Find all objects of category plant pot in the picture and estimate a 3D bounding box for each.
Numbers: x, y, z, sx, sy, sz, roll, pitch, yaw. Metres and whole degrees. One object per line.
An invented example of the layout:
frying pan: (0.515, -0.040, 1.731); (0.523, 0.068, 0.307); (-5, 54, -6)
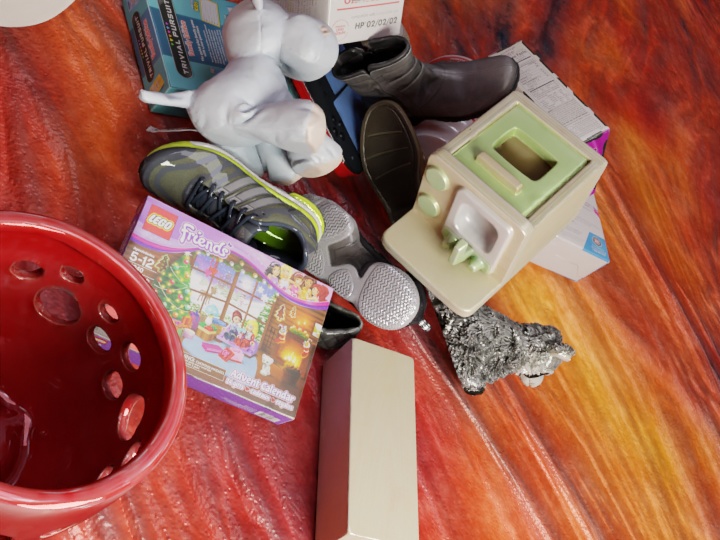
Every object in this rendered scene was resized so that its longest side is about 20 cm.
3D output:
plant pot: (-0.243, 0.088, 0.584); (0.200, 0.182, 0.201); (24, 48, -29)

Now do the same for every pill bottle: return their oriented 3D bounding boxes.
pill bottle: (0.110, -0.195, 1.186); (0.116, 0.116, 0.200); (39, 41, -16)

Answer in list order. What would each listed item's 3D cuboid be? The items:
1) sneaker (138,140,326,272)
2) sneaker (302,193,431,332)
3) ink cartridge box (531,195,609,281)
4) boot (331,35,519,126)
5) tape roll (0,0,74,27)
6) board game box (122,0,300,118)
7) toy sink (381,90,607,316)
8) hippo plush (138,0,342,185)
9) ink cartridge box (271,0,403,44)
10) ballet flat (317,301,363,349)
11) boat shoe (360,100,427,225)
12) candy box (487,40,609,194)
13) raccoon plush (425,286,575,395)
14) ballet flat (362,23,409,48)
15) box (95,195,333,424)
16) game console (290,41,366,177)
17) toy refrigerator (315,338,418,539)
sneaker: (-0.123, -0.062, 0.870); (0.199, 0.074, 0.081); (23, 27, -17)
sneaker: (0.000, 0.000, 0.973); (0.200, 0.076, 0.114); (45, 4, 27)
ink cartridge box: (0.290, -0.097, 1.313); (0.115, 0.068, 0.201); (22, 49, -31)
boot: (0.077, -0.229, 1.035); (0.132, 0.199, 0.070); (40, 41, -55)
tape roll: (-0.328, -0.348, 0.808); (0.202, 0.203, 0.139); (32, 44, -23)
board game box: (-0.160, -0.242, 1.013); (0.200, 0.047, 0.151); (2, 61, -43)
toy sink: (0.137, -0.074, 0.919); (0.200, 0.112, 0.130); (-39, 71, -26)
hippo plush: (-0.105, -0.192, 0.919); (0.199, 0.159, 0.161); (12, 73, -4)
ink cartridge box: (-0.029, -0.317, 1.023); (0.115, 0.068, 0.200); (-20, 42, -35)
ballet flat: (-0.085, 0.019, 0.885); (0.200, 0.057, 0.067); (29, 48, -26)
boat shoe: (0.052, -0.114, 1.081); (0.068, 0.072, 0.201); (-53, 131, -62)
candy box: (0.251, -0.202, 1.223); (0.061, 0.137, 0.200); (-26, 58, -12)
raccoon plush: (0.158, 0.058, 0.988); (0.097, 0.134, 0.200); (-103, 171, -51)
ballet flat: (0.016, -0.349, 1.250); (0.200, 0.062, 0.068); (-6, 67, -47)
box: (-0.132, 0.039, 0.801); (0.200, 0.039, 0.137); (27, 62, -22)
game console: (-0.021, -0.224, 1.087); (0.177, 0.031, 0.200); (67, 27, -23)
toy refrigerator: (0.005, 0.175, 0.851); (0.076, 0.070, 0.201); (20, 48, -24)
